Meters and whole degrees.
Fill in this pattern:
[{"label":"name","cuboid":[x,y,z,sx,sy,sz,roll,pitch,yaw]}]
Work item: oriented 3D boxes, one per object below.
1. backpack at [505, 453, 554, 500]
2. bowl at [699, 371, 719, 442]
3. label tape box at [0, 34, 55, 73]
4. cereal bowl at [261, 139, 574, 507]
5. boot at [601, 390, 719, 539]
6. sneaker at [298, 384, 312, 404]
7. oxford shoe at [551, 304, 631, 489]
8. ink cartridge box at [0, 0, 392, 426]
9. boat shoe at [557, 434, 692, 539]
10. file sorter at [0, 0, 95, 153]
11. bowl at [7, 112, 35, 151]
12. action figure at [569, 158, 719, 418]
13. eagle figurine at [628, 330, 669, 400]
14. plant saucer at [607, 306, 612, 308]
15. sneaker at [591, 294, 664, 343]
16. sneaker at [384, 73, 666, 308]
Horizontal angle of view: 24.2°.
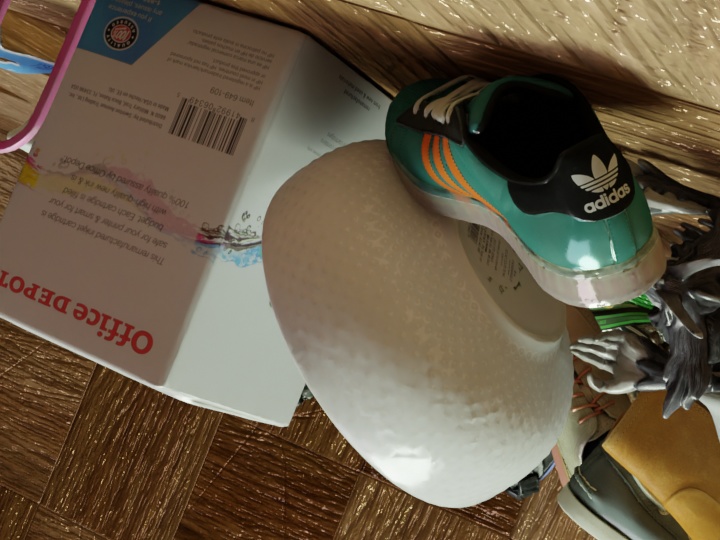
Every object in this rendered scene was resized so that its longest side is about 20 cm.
[{"label":"backpack","cuboid":[0.109,0.064,1.473,0.200,0.183,0.147,32,-166,-19]},{"label":"bowl","cuboid":[0.277,0.096,0.874,0.200,0.091,0.201,-5,-176,0]},{"label":"label tape box","cuboid":[-0.264,-0.179,0.961,0.199,0.066,0.143,22,178,-24]},{"label":"cereal bowl","cuboid":[0.046,0.015,0.857,0.083,0.201,0.200,-32,144,29]},{"label":"boot","cuboid":[0.196,0.140,0.947,0.144,0.201,0.071,31,143,4]},{"label":"sneaker","cuboid":[0.000,0.000,1.035,0.085,0.200,0.078,53,176,-4]},{"label":"oxford shoe","cuboid":[0.139,0.072,1.055,0.201,0.071,0.074,61,171,-13]},{"label":"ink cartridge box","cuboid":[-0.093,-0.036,0.952,0.146,0.201,0.146,21,177,29]},{"label":"boat shoe","cuboid":[0.215,0.166,0.996,0.199,0.062,0.073,32,-169,7]},{"label":"file sorter","cuboid":[-0.206,-0.141,0.644,0.138,0.126,0.200,21,177,30]},{"label":"bowl","cuboid":[-0.140,-0.093,1.191,0.200,0.091,0.201,22,177,1]},{"label":"action figure","cuboid":[0.155,0.010,0.833,0.102,0.120,0.200,13,180,20]},{"label":"eagle figurine","cuboid":[0.258,0.127,1.092,0.200,0.151,0.152,44,-151,16]},{"label":"plant saucer","cuboid":[0.063,-0.040,1.199,0.199,0.049,0.200,23,177,-25]},{"label":"sneaker","cuboid":[0.241,0.055,1.246,0.199,0.086,0.078,21,177,4]},{"label":"sneaker","cuboid":[0.066,-0.060,0.754,0.200,0.071,0.080,40,154,54]}]
